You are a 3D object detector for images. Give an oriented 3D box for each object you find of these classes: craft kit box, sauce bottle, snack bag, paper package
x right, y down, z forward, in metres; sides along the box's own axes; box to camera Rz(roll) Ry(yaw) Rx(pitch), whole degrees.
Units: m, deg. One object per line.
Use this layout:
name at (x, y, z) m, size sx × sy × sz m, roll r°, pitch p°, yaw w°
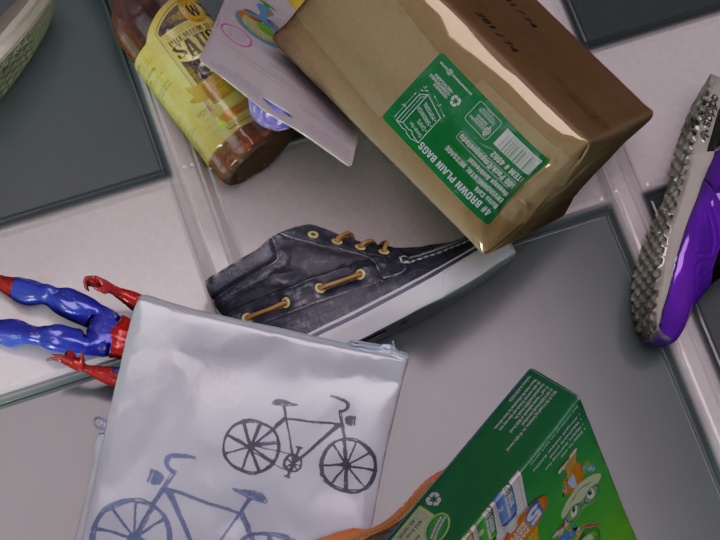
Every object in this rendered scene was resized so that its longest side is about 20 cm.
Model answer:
craft kit box at (0.079, 0.191, 1.120) m, size 0.048 × 0.198 × 0.200 m, roll 30°, pitch 70°, yaw 33°
sauce bottle at (-0.126, -0.152, 1.272) m, size 0.066 × 0.066 × 0.200 m, roll -36°, pitch 81°, yaw -15°
snack bag at (-0.079, 0.126, 1.185) m, size 0.188 × 0.021 × 0.201 m, roll 12°, pitch 89°, yaw 0°
paper package at (0.070, -0.124, 1.214) m, size 0.200 × 0.191 × 0.104 m, roll 46°, pitch 113°, yaw 8°

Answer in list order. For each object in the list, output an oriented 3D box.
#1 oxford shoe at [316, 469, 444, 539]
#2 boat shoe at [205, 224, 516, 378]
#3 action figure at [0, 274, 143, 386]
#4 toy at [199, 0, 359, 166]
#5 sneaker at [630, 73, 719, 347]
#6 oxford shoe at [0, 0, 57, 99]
oxford shoe at (0.051, 0.176, 1.162) m, size 0.200 × 0.073 × 0.072 m, roll -26°, pitch 108°, yaw -28°
boat shoe at (0.000, 0.000, 1.232) m, size 0.200 × 0.071 × 0.091 m, roll -26°, pitch 81°, yaw -11°
action figure at (-0.177, 0.039, 1.218) m, size 0.199 × 0.052 × 0.066 m, roll 17°, pitch 68°, yaw -3°
toy at (-0.053, -0.132, 1.232) m, size 0.115 × 0.047 × 0.200 m, roll 34°, pitch 29°, yaw -13°
sneaker at (0.254, -0.033, 1.271) m, size 0.099 × 0.070 × 0.201 m, roll 21°, pitch 72°, yaw -1°
oxford shoe at (-0.276, -0.121, 1.244) m, size 0.058 × 0.075 × 0.200 m, roll 38°, pitch 78°, yaw 4°
